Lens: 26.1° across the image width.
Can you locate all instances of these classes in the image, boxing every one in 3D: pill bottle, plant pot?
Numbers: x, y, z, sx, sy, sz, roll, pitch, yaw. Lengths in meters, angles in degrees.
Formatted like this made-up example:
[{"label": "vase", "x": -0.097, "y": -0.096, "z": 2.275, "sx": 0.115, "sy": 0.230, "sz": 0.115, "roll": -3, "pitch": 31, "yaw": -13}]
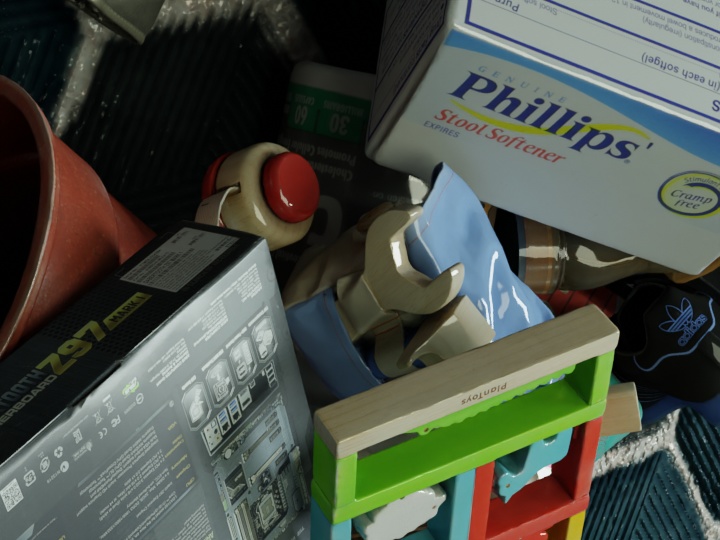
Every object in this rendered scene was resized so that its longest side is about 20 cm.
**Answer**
[{"label": "pill bottle", "x": 0.000, "y": 0.000, "z": 0.808, "sx": 0.113, "sy": 0.113, "sz": 0.202, "roll": 7, "pitch": 97, "yaw": -36}, {"label": "plant pot", "x": -0.138, "y": 0.050, "z": 0.686, "sx": 0.195, "sy": 0.200, "sz": 0.202, "roll": 36, "pitch": 81, "yaw": -43}]

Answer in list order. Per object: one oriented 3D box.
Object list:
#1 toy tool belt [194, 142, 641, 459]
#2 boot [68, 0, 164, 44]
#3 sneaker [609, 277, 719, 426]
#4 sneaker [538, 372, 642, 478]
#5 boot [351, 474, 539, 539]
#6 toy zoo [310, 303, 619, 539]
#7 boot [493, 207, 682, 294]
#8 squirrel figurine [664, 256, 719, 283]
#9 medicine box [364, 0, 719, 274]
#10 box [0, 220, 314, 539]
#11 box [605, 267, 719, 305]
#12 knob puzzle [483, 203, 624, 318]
[{"label": "toy tool belt", "x": 0.032, "y": 0.010, "z": 0.688, "sx": 0.200, "sy": 0.122, "sz": 0.125, "roll": 52, "pitch": 43, "yaw": -23}, {"label": "boot", "x": -0.065, "y": -0.200, "z": 0.737, "sx": 0.181, "sy": 0.072, "sz": 0.201, "roll": 26, "pitch": 80, "yaw": -23}, {"label": "sneaker", "x": 0.171, "y": 0.042, "z": 0.901, "sx": 0.078, "sy": 0.200, "sz": 0.070, "roll": 44, "pitch": 80, "yaw": -4}, {"label": "sneaker", "x": 0.110, "y": 0.118, "z": 0.880, "sx": 0.120, "sy": 0.084, "sz": 0.201, "roll": -14, "pitch": 82, "yaw": -25}, {"label": "boot", "x": 0.027, "y": 0.146, "z": 0.810, "sx": 0.073, "sy": 0.200, "sz": 0.076, "roll": -31, "pitch": 98, "yaw": -36}, {"label": "toy zoo", "x": 0.039, "y": 0.113, "z": 0.659, "sx": 0.130, "sy": 0.020, "sz": 0.201, "roll": -19, "pitch": 135, "yaw": -22}, {"label": "boot", "x": 0.118, "y": -0.075, "z": 0.837, "sx": 0.096, "sy": 0.075, "sz": 0.201, "roll": 0, "pitch": 61, "yaw": -5}, {"label": "squirrel figurine", "x": 0.271, "y": -0.074, "z": 0.848, "sx": 0.186, "sy": 0.141, "sz": 0.202, "roll": -5, "pitch": 95, "yaw": -46}, {"label": "medicine box", "x": 0.111, "y": -0.127, "z": 0.743, "sx": 0.181, "sy": 0.103, "sz": 0.201, "roll": 19, "pitch": 55, "yaw": -14}, {"label": "box", "x": -0.093, "y": 0.099, "z": 0.572, "sx": 0.200, "sy": 0.051, "sz": 0.159, "roll": -44, "pitch": 132, "yaw": -40}, {"label": "box", "x": 0.212, "y": -0.054, "z": 0.940, "sx": 0.200, "sy": 0.086, "sz": 0.165, "roll": 31, "pitch": 70, "yaw": -36}, {"label": "knob puzzle", "x": 0.105, "y": -0.004, "z": 0.932, "sx": 0.218, "sy": 0.030, "sz": 0.221, "roll": -10, "pitch": 107, "yaw": -33}]
